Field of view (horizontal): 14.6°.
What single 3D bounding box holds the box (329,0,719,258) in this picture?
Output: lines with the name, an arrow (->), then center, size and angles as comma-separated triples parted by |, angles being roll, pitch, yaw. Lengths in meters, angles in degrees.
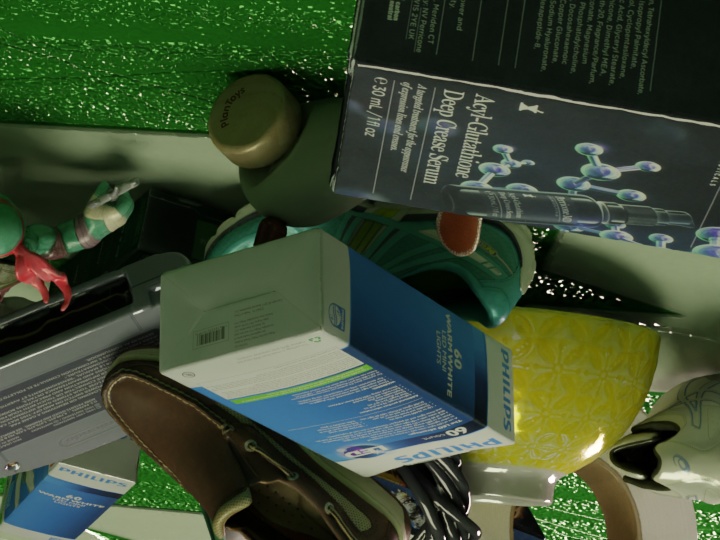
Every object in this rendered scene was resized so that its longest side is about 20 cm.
box -> 0.093, -0.095, 1.307 | 0.199, 0.108, 0.149 | 9, 158, 0

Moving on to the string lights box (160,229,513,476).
string lights box -> -0.009, 0.049, 1.510 | 0.102, 0.059, 0.200 | -15, 153, 28

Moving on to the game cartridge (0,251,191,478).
game cartridge -> -0.174, 0.063, 1.672 | 0.199, 0.041, 0.133 | -22, 145, 3

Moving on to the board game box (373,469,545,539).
board game box -> 0.016, 0.120, 1.860 | 0.199, 0.136, 0.035 | 23, 112, -31

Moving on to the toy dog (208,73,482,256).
toy dog -> 0.006, -0.048, 1.474 | 0.131, 0.097, 0.199 | 25, 154, -36

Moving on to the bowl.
bowl -> 0.082, 0.086, 1.705 | 0.199, 0.108, 0.200 | 4, 172, 1

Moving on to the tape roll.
tape roll -> 0.132, 0.171, 1.830 | 0.202, 0.204, 0.037 | 21, 159, -27

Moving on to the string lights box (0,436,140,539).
string lights box -> -0.198, 0.119, 1.971 | 0.059, 0.103, 0.200 | 16, 157, -14

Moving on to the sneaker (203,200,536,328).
sneaker -> 0.000, 0.000, 1.603 | 0.199, 0.080, 0.078 | -2, 132, 19

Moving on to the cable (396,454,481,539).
cable -> -0.007, 0.125, 1.694 | 0.051, 0.164, 0.200 | -29, 175, -38

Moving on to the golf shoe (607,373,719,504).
golf shoe -> 0.195, 0.104, 1.744 | 0.097, 0.079, 0.200 | 1, 180, -12

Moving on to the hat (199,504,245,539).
hat -> -0.030, 0.113, 1.899 | 0.175, 0.167, 0.200 | -17, -161, -6

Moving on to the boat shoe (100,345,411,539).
boat shoe -> -0.066, 0.117, 1.609 | 0.202, 0.075, 0.075 | 30, 125, 4

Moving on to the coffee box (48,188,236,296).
coffee box -> -0.113, 0.013, 1.749 | 0.122, 0.044, 0.200 | 18, 157, -20

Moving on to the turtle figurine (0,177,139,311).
turtle figurine -> -0.220, -0.032, 1.618 | 0.149, 0.101, 0.200 | 29, 163, -18

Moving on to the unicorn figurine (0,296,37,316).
unicorn figurine -> -0.236, 0.040, 1.746 | 0.199, 0.074, 0.137 | 30, 169, -24
